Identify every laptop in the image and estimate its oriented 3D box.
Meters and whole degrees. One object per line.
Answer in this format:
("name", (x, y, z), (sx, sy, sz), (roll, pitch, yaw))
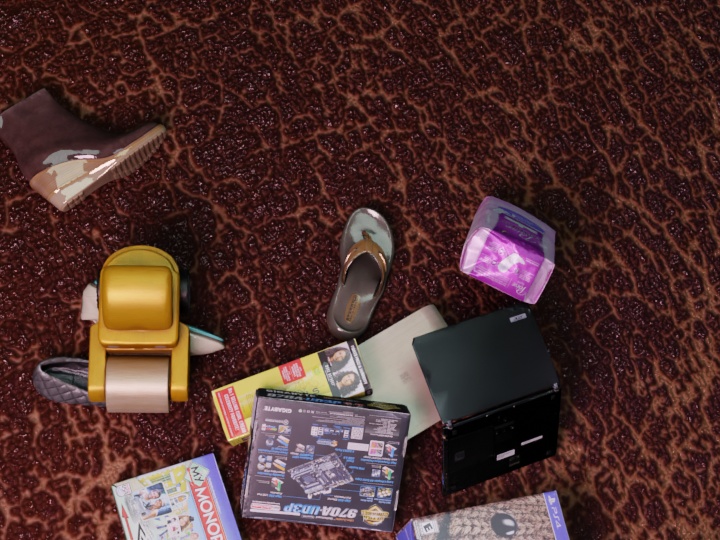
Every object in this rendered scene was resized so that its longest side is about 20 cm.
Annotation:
("laptop", (0.166, 0.171, 1.658), (0.176, 0.201, 0.103), (-17, 39, -17))

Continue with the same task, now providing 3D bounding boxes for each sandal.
("sandal", (0.000, 0.000, 1.737), (0.081, 0.055, 0.201), (19, 64, -3))

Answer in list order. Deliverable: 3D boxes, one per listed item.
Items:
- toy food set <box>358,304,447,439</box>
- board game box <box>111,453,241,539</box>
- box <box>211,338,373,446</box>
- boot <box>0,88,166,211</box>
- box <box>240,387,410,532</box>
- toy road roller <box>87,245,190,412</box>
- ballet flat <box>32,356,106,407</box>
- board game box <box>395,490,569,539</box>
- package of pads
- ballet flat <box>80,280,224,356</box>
("toy food set", (0.058, 0.153, 1.688), (0.199, 0.060, 0.144), (-30, 76, -13))
("board game box", (-0.216, 0.342, 1.550), (0.134, 0.029, 0.201), (-16, 71, -17))
("box", (-0.088, 0.158, 1.627), (0.199, 0.050, 0.076), (-19, 76, -3))
("boot", (-0.389, -0.194, 1.733), (0.200, 0.072, 0.167), (-36, 80, -19))
("box", (-0.045, 0.240, 1.585), (0.198, 0.046, 0.160), (7, 99, -8))
("toy road roller", (-0.273, 0.069, 1.538), (0.122, 0.146, 0.202), (0, 75, -5))
("ballet flat", (-0.320, 0.144, 1.608), (0.198, 0.057, 0.067), (0, 67, -11))
("board game box", (0.164, 0.383, 1.580), (0.199, 0.097, 0.160), (-9, 69, -15))
("package of pads", (0.205, -0.032, 1.728), (0.120, 0.200, 0.076), (26, 109, 2))
("ballet flat", (-0.278, 0.080, 1.648), (0.199, 0.070, 0.070), (25, 64, 2))
